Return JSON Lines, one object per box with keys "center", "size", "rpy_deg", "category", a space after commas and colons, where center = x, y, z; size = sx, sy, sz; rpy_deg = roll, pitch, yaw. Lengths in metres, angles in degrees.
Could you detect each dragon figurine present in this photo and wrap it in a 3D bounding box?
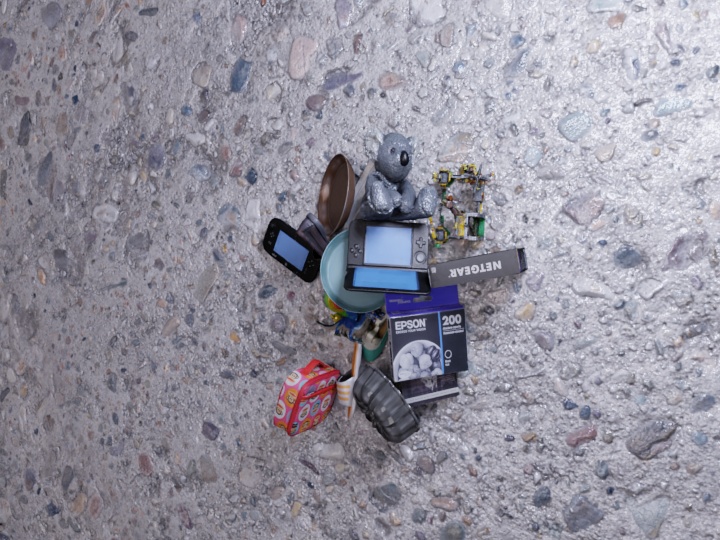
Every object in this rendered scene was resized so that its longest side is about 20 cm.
{"center": [-0.023, 0.121, 1.326], "size": [0.196, 0.058, 0.103], "rpy_deg": [13, 85, 44], "category": "dragon figurine"}

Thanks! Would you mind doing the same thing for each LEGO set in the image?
{"center": [0.220, -0.147, 1.215], "size": [0.149, 0.115, 0.209], "rpy_deg": [14, 99, 23], "category": "LEGO set"}

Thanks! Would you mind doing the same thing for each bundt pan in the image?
{"center": [0.051, 0.330, 1.276], "size": [0.075, 0.203, 0.203], "rpy_deg": [-36, 74, -18], "category": "bundt pan"}

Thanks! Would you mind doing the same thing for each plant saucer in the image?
{"center": [-0.058, -0.188, 1.339], "size": [0.199, 0.033, 0.209], "rpy_deg": [146, 128, -59], "category": "plant saucer"}
{"center": [0.000, 0.000, 1.272], "size": [0.191, 0.027, 0.209], "rpy_deg": [0, 78, 0], "category": "plant saucer"}

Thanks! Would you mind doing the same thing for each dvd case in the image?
{"center": [0.156, 0.212, 1.277], "size": [0.143, 0.016, 0.209], "rpy_deg": [-9, 89, -13], "category": "dvd case"}

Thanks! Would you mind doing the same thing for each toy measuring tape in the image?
{"center": [-0.053, 0.034, 1.379], "size": [0.071, 0.073, 0.209], "rpy_deg": [13, 98, 23], "category": "toy measuring tape"}

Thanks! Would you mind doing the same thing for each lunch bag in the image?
{"center": [-0.131, 0.313, 1.364], "size": [0.080, 0.198, 0.182], "rpy_deg": [24, 103, 25], "category": "lunch bag"}

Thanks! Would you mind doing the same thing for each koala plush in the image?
{"center": [0.072, -0.224, 1.240], "size": [0.183, 0.170, 0.209], "rpy_deg": [179, 92, -68], "category": "koala plush"}

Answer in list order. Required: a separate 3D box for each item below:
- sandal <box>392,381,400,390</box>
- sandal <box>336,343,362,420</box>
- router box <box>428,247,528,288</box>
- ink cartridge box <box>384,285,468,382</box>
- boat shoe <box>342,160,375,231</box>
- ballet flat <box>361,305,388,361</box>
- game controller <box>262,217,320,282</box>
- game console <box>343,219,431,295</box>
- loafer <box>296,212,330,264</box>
{"center": [0.105, 0.225, 1.323], "size": [0.052, 0.080, 0.209], "rpy_deg": [3, 90, 3], "category": "sandal"}
{"center": [-0.034, 0.275, 1.377], "size": [0.057, 0.079, 0.216], "rpy_deg": [5, 90, -6], "category": "sandal"}
{"center": [0.264, -0.007, 1.181], "size": [0.193, 0.156, 0.055], "rpy_deg": [-11, 89, 24], "category": "router box"}
{"center": [0.156, 0.143, 1.245], "size": [0.190, 0.043, 0.209], "rpy_deg": [-6, 90, -14], "category": "ink cartridge box"}
{"center": [0.020, -0.181, 1.341], "size": [0.067, 0.072, 0.205], "rpy_deg": [31, 97, 18], "category": "boat shoe"}
{"center": [0.043, 0.141, 1.341], "size": [0.066, 0.070, 0.205], "rpy_deg": [31, 105, 23], "category": "ballet flat"}
{"center": [-0.186, -0.056, 1.454], "size": [0.197, 0.042, 0.107], "rpy_deg": [35, 106, 20], "category": "game controller"}
{"center": [0.063, -0.033, 1.204], "size": [0.191, 0.117, 0.184], "rpy_deg": [4, 82, 1], "category": "game console"}
{"center": [-0.108, -0.059, 1.338], "size": [0.063, 0.202, 0.071], "rpy_deg": [-41, 52, -13], "category": "loafer"}
